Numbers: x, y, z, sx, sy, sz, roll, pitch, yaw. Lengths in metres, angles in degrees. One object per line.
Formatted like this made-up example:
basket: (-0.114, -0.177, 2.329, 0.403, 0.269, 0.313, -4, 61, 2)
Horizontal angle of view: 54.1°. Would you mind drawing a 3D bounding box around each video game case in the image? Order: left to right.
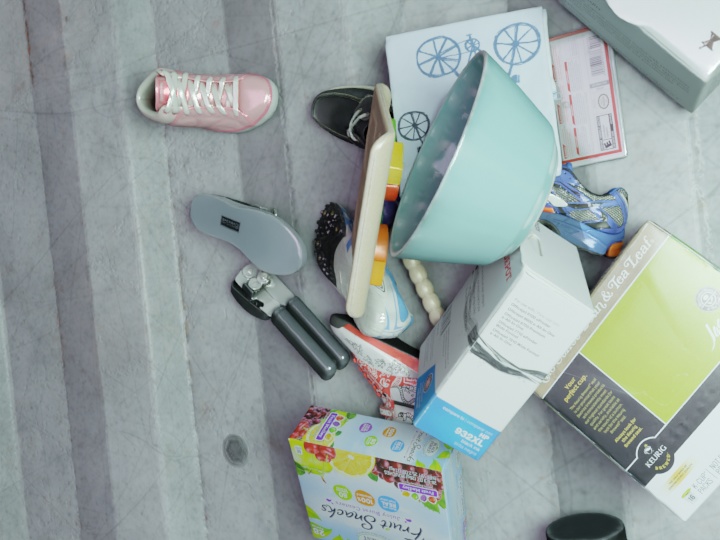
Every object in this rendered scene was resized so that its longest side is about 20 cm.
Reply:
video game case: (0.192, -0.182, 0.803, 0.195, 0.017, 0.147, -8, 90, 26)

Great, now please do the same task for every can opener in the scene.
can opener: (-0.095, 0.066, 0.946, 0.199, 0.052, 0.067, 43, 143, 19)

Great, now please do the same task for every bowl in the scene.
bowl: (0.113, -0.087, 0.666, 0.103, 0.201, 0.205, 24, 105, -8)

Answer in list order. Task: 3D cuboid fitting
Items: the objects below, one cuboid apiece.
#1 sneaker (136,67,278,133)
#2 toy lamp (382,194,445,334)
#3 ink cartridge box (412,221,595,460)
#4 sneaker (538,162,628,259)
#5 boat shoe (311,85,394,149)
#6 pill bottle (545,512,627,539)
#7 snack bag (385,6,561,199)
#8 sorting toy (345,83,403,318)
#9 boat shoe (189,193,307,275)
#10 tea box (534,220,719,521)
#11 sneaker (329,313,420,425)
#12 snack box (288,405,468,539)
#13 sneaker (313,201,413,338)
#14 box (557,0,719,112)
sneaker: (-0.214, -0.229, 0.949, 0.195, 0.104, 0.078, 2, 92, 24)
toy lamp: (0.063, -0.007, 0.855, 0.057, 0.058, 0.204, -27, 82, 24)
ink cartridge box: (0.139, 0.063, 0.718, 0.082, 0.146, 0.202, 28, 117, -5)
sneaker: (0.202, -0.085, 0.775, 0.196, 0.075, 0.080, 23, 103, 10)
boat shoe: (0.014, -0.180, 0.857, 0.197, 0.067, 0.074, 25, 115, 29)
pill bottle: (0.257, 0.375, 0.754, 0.109, 0.111, 0.206, -11, 89, 25)
snack bag: (0.125, -0.183, 0.776, 0.183, 0.021, 0.206, -7, 76, 11)
sorting toy: (0.016, -0.078, 0.735, 0.035, 0.201, 0.190, 8, 118, -2)
boat shoe: (-0.139, -0.051, 0.943, 0.196, 0.067, 0.076, 20, 105, 30)
tea box: (0.304, 0.088, 0.702, 0.196, 0.133, 0.202, 40, 108, 17)
sneaker: (0.030, 0.139, 0.873, 0.198, 0.067, 0.110, 26, 101, 19)
snack box: (0.025, 0.263, 0.850, 0.195, 0.068, 0.173, 7, 123, 26)
sneaker: (0.000, 0.000, 0.879, 0.072, 0.071, 0.203, -47, 55, 30)
box: (0.315, -0.301, 0.666, 0.199, 0.130, 0.201, 46, 104, 15)
